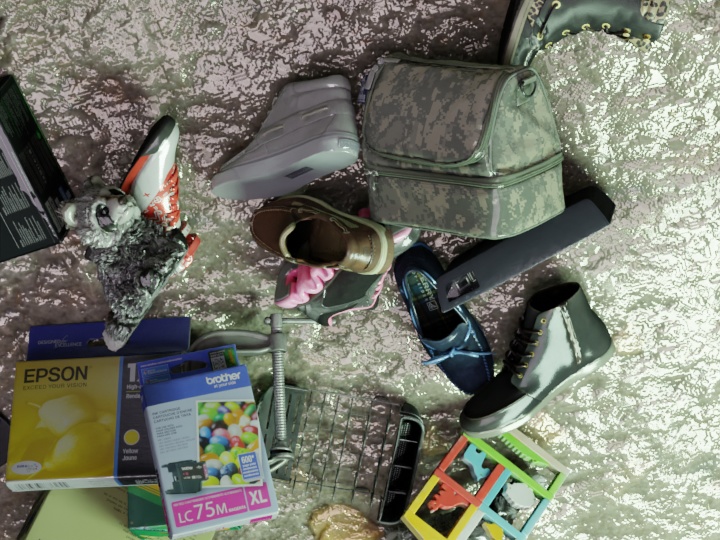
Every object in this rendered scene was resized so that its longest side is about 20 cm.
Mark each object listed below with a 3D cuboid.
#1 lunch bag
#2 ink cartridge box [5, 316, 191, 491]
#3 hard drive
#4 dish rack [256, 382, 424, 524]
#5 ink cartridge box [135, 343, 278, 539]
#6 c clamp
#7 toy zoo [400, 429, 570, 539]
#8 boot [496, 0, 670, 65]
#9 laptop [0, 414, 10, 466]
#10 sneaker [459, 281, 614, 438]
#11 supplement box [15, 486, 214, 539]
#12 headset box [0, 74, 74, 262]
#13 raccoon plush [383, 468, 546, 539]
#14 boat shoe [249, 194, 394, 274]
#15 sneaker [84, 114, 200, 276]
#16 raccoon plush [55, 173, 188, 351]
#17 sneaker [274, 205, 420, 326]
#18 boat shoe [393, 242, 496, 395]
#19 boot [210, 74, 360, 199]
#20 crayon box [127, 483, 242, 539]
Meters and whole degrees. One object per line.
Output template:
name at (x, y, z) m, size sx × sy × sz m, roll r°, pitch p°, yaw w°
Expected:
lunch bag at (0.098, -0.133, 1.474) m, size 0.200 × 0.139 × 0.168 m, roll 12°, pitch 114°, yaw 42°
ink cartridge box at (-0.292, 0.144, 1.634) m, size 0.197 × 0.201 × 0.047 m, roll -4°, pitch 158°, yaw 6°
hard drive at (0.175, -0.027, 1.556) m, size 0.200 × 0.135 × 0.042 m, roll -29°, pitch 94°, yaw 17°
dish rack at (-0.032, 0.212, 1.723) m, size 0.199 × 0.055 × 0.154 m, roll 10°, pitch 115°, yaw -1°
ink cartridge box at (-0.168, 0.180, 1.571) m, size 0.119 × 0.042 × 0.201 m, roll -10°, pitch 72°, yaw -13°
c clamp at (-0.114, 0.140, 1.623) m, size 0.170 × 0.027 × 0.201 m, roll 6°, pitch 73°, yaw -11°
toy zoo at (0.137, 0.269, 1.668) m, size 0.131 × 0.200 × 0.020 m, roll 38°, pitch 157°, yaw 3°
boot at (0.226, -0.252, 1.478) m, size 0.150 × 0.073 × 0.200 m, roll 15°, pitch 110°, yaw -4°
laptop at (-0.534, 0.210, 1.722) m, size 0.177 × 0.103 × 0.200 m, roll -36°, pitch 109°, yaw 19°
sneaker at (0.180, 0.097, 1.624) m, size 0.200 × 0.075 × 0.106 m, roll -35°, pitch 120°, yaw -5°
supplement box at (-0.296, 0.330, 1.692) m, size 0.200 × 0.200 × 0.134 m, roll 29°, pitch 143°, yaw -10°
headset box at (-0.438, -0.091, 1.577) m, size 0.199 × 0.093 × 0.174 m, roll -18°, pitch 114°, yaw 12°
raccoon plush at (0.126, 0.314, 1.757) m, size 0.200 × 0.134 × 0.097 m, roll -31°, pitch 107°, yaw -21°
boat shoe at (-0.058, -0.040, 1.536) m, size 0.202 × 0.075 × 0.075 m, roll 9°, pitch 99°, yaw 45°
sneaker at (-0.214, -0.069, 1.592) m, size 0.108 × 0.067 × 0.202 m, roll 28°, pitch 117°, yaw -11°
raccoon plush at (-0.278, -0.005, 1.552) m, size 0.134 × 0.097 × 0.200 m, roll 35°, pitch 119°, yaw -3°
sneaker at (0.000, 0.000, 1.606) m, size 0.200 × 0.079 × 0.095 m, roll -31°, pitch 122°, yaw 32°
boat shoe at (0.087, 0.067, 1.638) m, size 0.084 × 0.069 × 0.200 m, roll -30°, pitch 111°, yaw 16°
boot at (-0.081, -0.142, 1.552) m, size 0.200 × 0.096 × 0.073 m, roll -16°, pitch 158°, yaw 36°
crayon box at (-0.201, 0.198, 1.654) m, size 0.118 × 0.201 × 0.058 m, roll -7°, pitch 156°, yaw 6°
